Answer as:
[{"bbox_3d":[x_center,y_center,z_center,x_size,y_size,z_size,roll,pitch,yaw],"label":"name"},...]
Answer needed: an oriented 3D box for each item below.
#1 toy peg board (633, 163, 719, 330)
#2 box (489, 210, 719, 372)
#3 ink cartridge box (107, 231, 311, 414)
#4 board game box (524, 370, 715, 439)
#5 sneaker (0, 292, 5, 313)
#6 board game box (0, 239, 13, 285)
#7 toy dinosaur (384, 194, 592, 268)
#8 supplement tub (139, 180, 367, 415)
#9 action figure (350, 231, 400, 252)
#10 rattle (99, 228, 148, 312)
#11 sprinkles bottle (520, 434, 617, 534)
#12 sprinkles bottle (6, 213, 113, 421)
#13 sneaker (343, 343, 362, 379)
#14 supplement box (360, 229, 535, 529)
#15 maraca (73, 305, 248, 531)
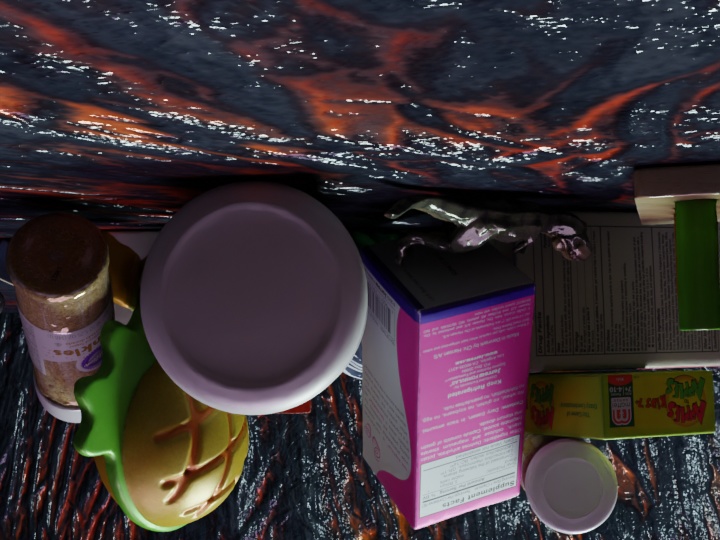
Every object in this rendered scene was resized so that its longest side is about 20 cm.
[{"bbox_3d":[0.283,-0.012,0.795,0.197,0.099,0.199,-2,177,14],"label":"toy peg board"},{"bbox_3d":[0.193,0.020,1.026,0.197,0.130,0.109,0,176,-19],"label":"box"},{"bbox_3d":[-0.142,0.049,1.070,0.197,0.165,0.057,0,178,-3],"label":"ink cartridge box"},{"bbox_3d":[0.181,0.106,0.978,0.100,0.048,0.200,0,175,-22],"label":"board game box"},{"bbox_3d":[-0.291,-0.010,0.791,0.072,0.083,0.200,-42,169,-22],"label":"sneaker"},{"bbox_3d":[-0.254,0.034,1.176,0.198,0.035,0.135,26,172,-9],"label":"board game box"},{"bbox_3d":[0.074,-0.031,0.859,0.198,0.048,0.088,4,168,-36],"label":"toy dinosaur"},{"bbox_3d":[-0.064,0.021,0.815,0.138,0.142,0.200,-1,177,0],"label":"supplement tub"},{"bbox_3d":[0.000,0.000,1.053,0.117,0.055,0.200,-33,-164,-8],"label":"action figure"},{"bbox_3d":[-0.121,0.005,0.941,0.199,0.131,0.143,16,147,43],"label":"rattle"},{"bbox_3d":[0.164,0.166,0.991,0.067,0.069,0.200,-2,176,5],"label":"sprinkles bottle"},{"bbox_3d":[-0.213,0.040,0.889,0.067,0.069,0.201,-1,149,-8],"label":"sprinkles bottle"},{"bbox_3d":[0.021,0.082,1.284,0.108,0.070,0.200,29,164,30],"label":"sneaker"},{"bbox_3d":[0.063,0.082,0.942,0.102,0.202,0.101,-12,-147,-21],"label":"supplement box"},{"bbox_3d":[-0.148,0.112,0.893,0.106,0.138,0.201,4,148,25],"label":"maraca"}]
